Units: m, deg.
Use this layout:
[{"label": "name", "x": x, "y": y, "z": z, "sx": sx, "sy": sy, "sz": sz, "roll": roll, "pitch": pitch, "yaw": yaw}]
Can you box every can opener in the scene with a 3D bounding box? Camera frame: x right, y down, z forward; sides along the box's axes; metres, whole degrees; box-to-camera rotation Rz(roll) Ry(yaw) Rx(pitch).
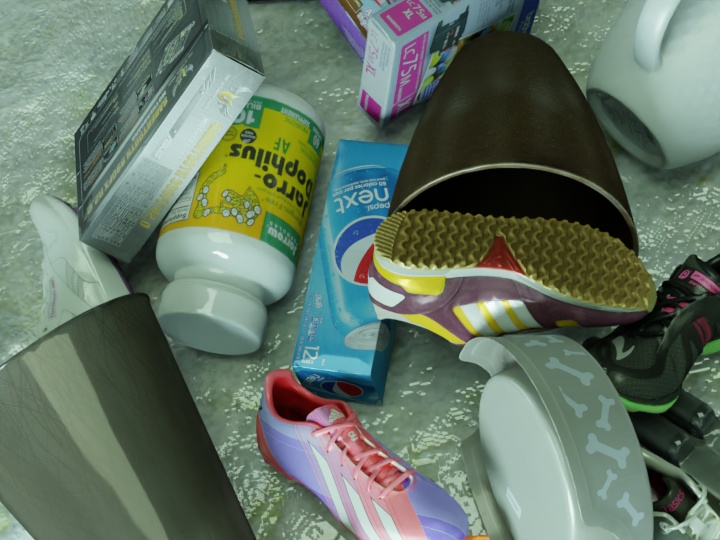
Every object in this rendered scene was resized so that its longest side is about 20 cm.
[{"label": "can opener", "x": 0.235, "y": 0.124, "z": 0.985, "sx": 0.053, "sy": 0.067, "sz": 0.200, "roll": -45, "pitch": 53, "yaw": -14}]

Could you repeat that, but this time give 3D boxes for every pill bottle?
[{"label": "pill bottle", "x": -0.099, "y": -0.040, "z": 1.076, "sx": 0.113, "sy": 0.113, "sz": 0.200, "roll": 7, "pitch": 65, "yaw": 12}]

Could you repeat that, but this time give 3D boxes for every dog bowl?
[{"label": "dog bowl", "x": 0.130, "y": 0.135, "z": 0.917, "sx": 0.059, "sy": 0.200, "sz": 0.200, "roll": -13, "pitch": 62, "yaw": -15}]

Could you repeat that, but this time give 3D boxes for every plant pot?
[{"label": "plant pot", "x": 0.113, "y": -0.085, "z": 1.043, "sx": 0.187, "sy": 0.187, "sz": 0.200, "roll": -2, "pitch": 48, "yaw": 8}]

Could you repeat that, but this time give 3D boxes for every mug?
[{"label": "mug", "x": 0.262, "y": -0.181, "z": 1.038, "sx": 0.175, "sy": 0.200, "sz": 0.148, "roll": -44, "pitch": 61, "yaw": -5}]

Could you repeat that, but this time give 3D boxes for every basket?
[{"label": "basket", "x": -0.173, "y": 0.149, "z": 0.957, "sx": 0.180, "sy": 0.136, "sz": 0.200, "roll": -35, "pitch": 79, "yaw": 4}]

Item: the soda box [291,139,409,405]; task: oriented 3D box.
[{"label": "soda box", "x": 0.000, "y": 0.000, "z": 1.065, "sx": 0.064, "sy": 0.068, "sz": 0.200, "roll": 5, "pitch": 66, "yaw": 12}]

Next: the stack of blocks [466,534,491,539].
[{"label": "stack of blocks", "x": -0.002, "y": 0.255, "z": 0.949, "sx": 0.200, "sy": 0.059, "sz": 0.115, "roll": -6, "pitch": 64, "yaw": 7}]

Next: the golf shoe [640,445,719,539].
[{"label": "golf shoe", "x": 0.228, "y": 0.188, "z": 0.930, "sx": 0.200, "sy": 0.088, "sz": 0.077, "roll": 35, "pitch": 73, "yaw": 20}]

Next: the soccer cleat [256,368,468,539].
[{"label": "soccer cleat", "x": -0.005, "y": 0.137, "z": 0.964, "sx": 0.067, "sy": 0.077, "sz": 0.200, "roll": -24, "pitch": 34, "yaw": -35}]

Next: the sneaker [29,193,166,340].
[{"label": "sneaker", "x": -0.234, "y": 0.021, "z": 1.089, "sx": 0.100, "sy": 0.075, "sz": 0.200, "roll": -32, "pitch": 64, "yaw": -5}]

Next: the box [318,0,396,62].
[{"label": "box", "x": 0.015, "y": -0.275, "z": 1.131, "sx": 0.137, "sy": 0.200, "sz": 0.039, "roll": -47, "pitch": 31, "yaw": -13}]

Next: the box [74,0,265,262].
[{"label": "box", "x": -0.157, "y": -0.130, "z": 1.074, "sx": 0.200, "sy": 0.048, "sz": 0.158, "roll": -51, "pitch": 33, "yaw": 24}]

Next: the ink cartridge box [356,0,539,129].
[{"label": "ink cartridge box", "x": 0.088, "y": -0.206, "z": 1.107, "sx": 0.200, "sy": 0.119, "sz": 0.042, "roll": -36, "pitch": 71, "yaw": -20}]

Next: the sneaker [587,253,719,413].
[{"label": "sneaker", "x": 0.226, "y": 0.034, "z": 0.970, "sx": 0.077, "sy": 0.084, "sz": 0.200, "roll": 29, "pitch": 44, "yaw": 32}]

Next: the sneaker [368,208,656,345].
[{"label": "sneaker", "x": 0.105, "y": 0.014, "z": 0.955, "sx": 0.200, "sy": 0.090, "sz": 0.075, "roll": 11, "pitch": 50, "yaw": 6}]
